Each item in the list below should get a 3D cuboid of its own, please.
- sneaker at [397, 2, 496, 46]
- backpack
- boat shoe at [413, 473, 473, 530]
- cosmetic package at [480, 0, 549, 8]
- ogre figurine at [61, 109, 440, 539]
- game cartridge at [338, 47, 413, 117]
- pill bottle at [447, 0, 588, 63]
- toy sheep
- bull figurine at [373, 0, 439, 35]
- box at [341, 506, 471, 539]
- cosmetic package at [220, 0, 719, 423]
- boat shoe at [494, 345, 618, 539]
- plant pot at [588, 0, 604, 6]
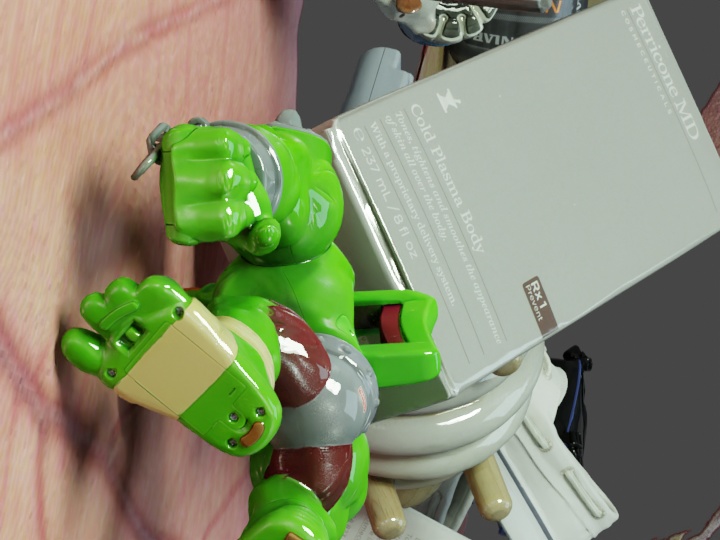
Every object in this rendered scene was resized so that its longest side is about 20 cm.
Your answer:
[{"bbox_3d":[0.047,-0.223,1.185,0.090,0.078,0.201,153,-51,-76],"label":"sneaker"},{"bbox_3d":[0.195,0.216,2.455,0.184,0.146,0.201,-77,167,-46],"label":"backpack"},{"bbox_3d":[0.066,0.080,1.140,0.072,0.066,0.200,-33,160,-50],"label":"boat shoe"},{"bbox_3d":[0.035,-0.207,0.818,0.090,0.106,0.201,-16,111,-83],"label":"cosmetic package"},{"bbox_3d":[-0.027,0.039,0.634,0.201,0.098,0.120,65,21,-17],"label":"ogre figurine"},{"bbox_3d":[0.000,0.000,1.101,0.134,0.041,0.201,-69,165,-47],"label":"game cartridge"},{"bbox_3d":[0.123,-0.214,1.584,0.106,0.105,0.201,-61,157,-72],"label":"pill bottle"},{"bbox_3d":[0.019,0.028,0.896,0.138,0.137,0.201,-75,173,-48],"label":"toy sheep"},{"bbox_3d":[0.060,-0.217,1.049,0.065,0.121,0.201,-139,-134,-61],"label":"bull figurine"},{"bbox_3d":[0.059,0.197,1.024,0.107,0.199,0.152,-61,169,-6],"label":"box"},{"bbox_3d":[0.047,-0.025,0.779,0.200,0.090,0.107,-30,95,-42],"label":"cosmetic package"},{"bbox_3d":[0.073,0.063,1.045,0.201,0.065,0.072,62,0,-21],"label":"boat shoe"},{"bbox_3d":[0.207,-0.283,2.081,0.200,0.134,0.202,7,90,-84],"label":"plant pot"}]
